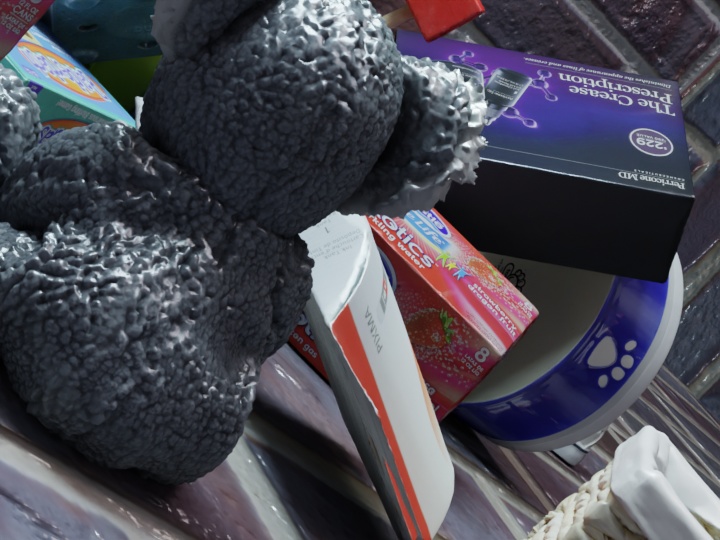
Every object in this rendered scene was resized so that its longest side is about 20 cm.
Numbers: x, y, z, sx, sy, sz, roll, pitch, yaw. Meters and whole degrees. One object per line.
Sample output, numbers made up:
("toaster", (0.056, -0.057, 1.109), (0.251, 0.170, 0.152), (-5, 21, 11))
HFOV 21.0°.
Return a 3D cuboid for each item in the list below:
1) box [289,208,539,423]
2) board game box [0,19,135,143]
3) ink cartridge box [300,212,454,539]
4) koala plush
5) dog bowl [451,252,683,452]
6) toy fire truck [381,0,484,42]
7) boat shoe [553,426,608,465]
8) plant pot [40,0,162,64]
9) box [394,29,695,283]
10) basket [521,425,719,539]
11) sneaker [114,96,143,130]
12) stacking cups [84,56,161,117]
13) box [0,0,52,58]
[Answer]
("box", (0.000, 0.000, 1.189), (0.200, 0.095, 0.100), (45, 23, 4))
("board game box", (-0.219, -0.138, 1.049), (0.200, 0.045, 0.152), (46, 7, 18))
("ink cartridge box", (0.017, 0.060, 0.939), (0.200, 0.050, 0.162), (-123, -169, -54))
("koala plush", (-0.057, -0.035, 0.764), (0.177, 0.200, 0.184), (41, 9, -25))
("dog bowl", (0.126, 0.024, 1.393), (0.079, 0.200, 0.200), (36, 11, -38))
("toy fire truck", (-0.028, -0.135, 1.213), (0.049, 0.200, 0.141), (63, 15, -4))
("boat shoe", (0.144, 0.076, 1.625), (0.202, 0.086, 0.075), (41, 8, -23))
("plant pot", (-0.136, -0.236, 1.148), (0.196, 0.196, 0.201), (115, -33, -71))
("box", (0.112, -0.077, 1.293), (0.199, 0.079, 0.141), (10, 40, -4))
("basket", (0.134, 0.168, 0.928), (0.136, 0.123, 0.200), (50, 8, 5))
("sneaker", (-0.092, -0.036, 1.047), (0.115, 0.075, 0.200), (47, 11, -2))
("stacking cups", (-0.118, -0.110, 1.252), (0.200, 0.061, 0.061), (34, 9, -9))
("box", (-0.234, -0.154, 0.811), (0.200, 0.095, 0.100), (35, 13, -50))
